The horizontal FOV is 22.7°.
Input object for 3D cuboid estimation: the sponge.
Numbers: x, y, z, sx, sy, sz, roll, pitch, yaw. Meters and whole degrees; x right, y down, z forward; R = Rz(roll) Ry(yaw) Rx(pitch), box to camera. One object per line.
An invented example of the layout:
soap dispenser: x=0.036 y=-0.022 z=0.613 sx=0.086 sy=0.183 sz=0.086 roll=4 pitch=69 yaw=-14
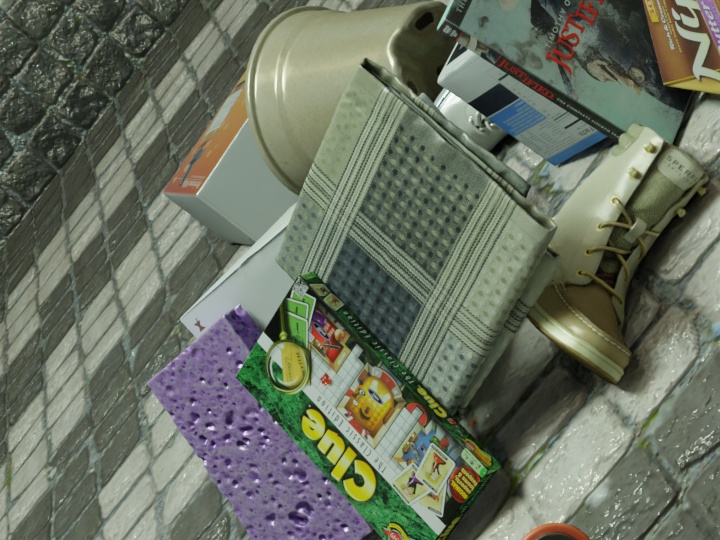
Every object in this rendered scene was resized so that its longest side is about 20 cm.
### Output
sponge: x=-0.075 y=0.138 z=1.394 sx=0.111 sy=0.201 sz=0.030 roll=-37 pitch=-3 yaw=37

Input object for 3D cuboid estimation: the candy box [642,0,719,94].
candy box: x=0.264 y=-0.184 z=1.255 sx=0.056 sy=0.118 sz=0.200 roll=-20 pitch=14 yaw=-11

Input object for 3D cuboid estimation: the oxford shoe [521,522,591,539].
oxford shoe: x=0.084 y=0.243 z=1.068 sx=0.201 sy=0.071 sz=0.073 roll=-57 pitch=-9 yaw=0

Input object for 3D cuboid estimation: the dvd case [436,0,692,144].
dvd case: x=0.169 y=-0.188 z=1.363 sx=0.147 sy=0.199 sz=0.022 roll=-63 pitch=7 yaw=-27

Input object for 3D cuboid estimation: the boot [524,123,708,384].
boot: x=0.181 y=-0.018 z=1.250 sx=0.155 sy=0.072 sz=0.200 roll=-47 pitch=20 yaw=11

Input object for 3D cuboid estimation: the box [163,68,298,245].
box: x=-0.116 y=-0.139 z=2.070 sx=0.201 sy=0.106 sz=0.152 roll=-57 pitch=20 yaw=-10

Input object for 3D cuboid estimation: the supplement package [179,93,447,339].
supplement package: x=0.000 y=0.000 z=1.441 sx=0.191 sy=0.147 sz=0.200 roll=-38 pitch=6 yaw=38

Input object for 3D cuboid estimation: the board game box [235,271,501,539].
board game box: x=0.002 y=0.106 z=1.277 sx=0.023 sy=0.200 sz=0.105 roll=-16 pitch=-35 yaw=-52

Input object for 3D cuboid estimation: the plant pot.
plant pot: x=0.020 y=-0.176 z=1.732 sx=0.182 sy=0.200 sz=0.202 roll=-10 pitch=46 yaw=48

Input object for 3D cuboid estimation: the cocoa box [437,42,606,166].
cocoa box: x=0.179 y=-0.213 z=1.469 sx=0.201 sy=0.131 sz=0.133 roll=-62 pitch=14 yaw=-23

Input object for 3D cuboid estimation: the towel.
towel: x=0.038 y=-0.019 z=1.244 sx=0.034 sy=0.192 sz=0.201 roll=-24 pitch=-30 yaw=-44

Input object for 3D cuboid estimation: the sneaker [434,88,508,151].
sneaker: x=0.125 y=-0.156 z=1.597 sx=0.200 sy=0.073 sz=0.071 roll=-47 pitch=17 yaw=19
